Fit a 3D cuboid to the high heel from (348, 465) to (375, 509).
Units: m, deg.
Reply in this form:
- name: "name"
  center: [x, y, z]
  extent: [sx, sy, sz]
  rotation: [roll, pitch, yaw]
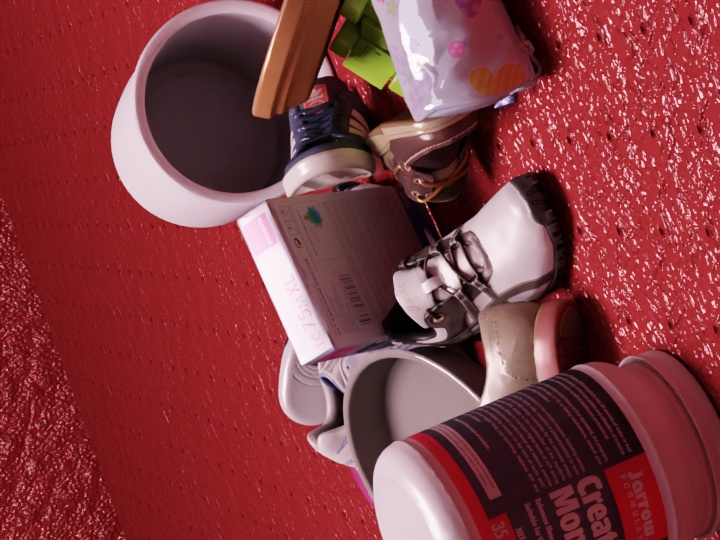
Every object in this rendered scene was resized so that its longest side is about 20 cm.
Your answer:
- name: "high heel"
  center: [-0.002, 0.135, 1.920]
  extent: [0.096, 0.067, 0.200]
  rotation: [112, 143, -50]

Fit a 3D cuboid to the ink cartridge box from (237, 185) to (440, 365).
- name: "ink cartridge box"
  center: [0.000, 0.000, 1.727]
  extent: [0.042, 0.200, 0.119]
  rotation: [-31, 79, 34]

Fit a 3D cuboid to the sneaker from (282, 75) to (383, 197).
- name: "sneaker"
  center: [-0.029, -0.106, 1.786]
  extent: [0.200, 0.075, 0.085]
  rotation: [-45, -60, -85]

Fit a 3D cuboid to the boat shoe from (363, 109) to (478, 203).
- name: "boat shoe"
  center: [0.054, -0.084, 1.650]
  extent: [0.072, 0.072, 0.200]
  rotation: [62, 168, -3]

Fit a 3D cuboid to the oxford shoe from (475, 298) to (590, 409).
- name: "oxford shoe"
  center: [0.118, 0.117, 1.602]
  extent: [0.075, 0.070, 0.200]
  rotation: [2, 98, 28]

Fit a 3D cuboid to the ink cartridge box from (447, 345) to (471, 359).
- name: "ink cartridge box"
  center: [0.084, 0.157, 1.877]
  extent: [0.200, 0.041, 0.200]
  rotation: [-131, 28, -50]

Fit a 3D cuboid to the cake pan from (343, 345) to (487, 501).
- name: "cake pan"
  center: [0.069, 0.140, 1.714]
  extent: [0.200, 0.037, 0.200]
  rotation: [32, 138, 34]

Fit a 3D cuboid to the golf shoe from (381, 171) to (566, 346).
- name: "golf shoe"
  center: [0.076, 0.005, 1.618]
  extent: [0.078, 0.094, 0.200]
  rotation: [64, 154, 21]

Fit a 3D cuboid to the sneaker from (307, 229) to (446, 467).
- name: "sneaker"
  center: [0.016, 0.061, 1.810]
  extent: [0.074, 0.087, 0.200]
  rotation: [3, 81, 61]

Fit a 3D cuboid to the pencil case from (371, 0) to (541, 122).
- name: "pencil case"
  center: [0.046, -0.195, 1.502]
  extent: [0.091, 0.083, 0.200]
  rotation: [-19, 92, 42]

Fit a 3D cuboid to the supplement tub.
- name: "supplement tub"
  center: [0.122, 0.142, 1.468]
  extent: [0.140, 0.200, 0.140]
  rotation: [57, 160, 34]

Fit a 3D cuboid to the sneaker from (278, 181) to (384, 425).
- name: "sneaker"
  center: [-0.020, 0.026, 1.899]
  extent: [0.112, 0.073, 0.200]
  rotation: [-162, 92, -76]

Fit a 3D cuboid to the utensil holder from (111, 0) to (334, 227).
- name: "utensil holder"
  center: [-0.121, -0.125, 1.973]
  extent: [0.200, 0.170, 0.170]
  rotation: [150, 98, -76]

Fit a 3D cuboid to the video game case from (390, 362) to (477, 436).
- name: "video game case"
  center: [0.112, 0.163, 1.730]
  extent: [0.200, 0.023, 0.182]
  rotation: [15, 127, 47]

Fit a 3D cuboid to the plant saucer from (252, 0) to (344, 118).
- name: "plant saucer"
  center: [-0.028, -0.199, 1.646]
  extent: [0.200, 0.037, 0.200]
  rotation: [-162, 90, -89]

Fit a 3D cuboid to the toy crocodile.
- name: "toy crocodile"
  center: [0.024, -0.176, 1.643]
  extent: [0.067, 0.062, 0.200]
  rotation: [31, 165, 1]
